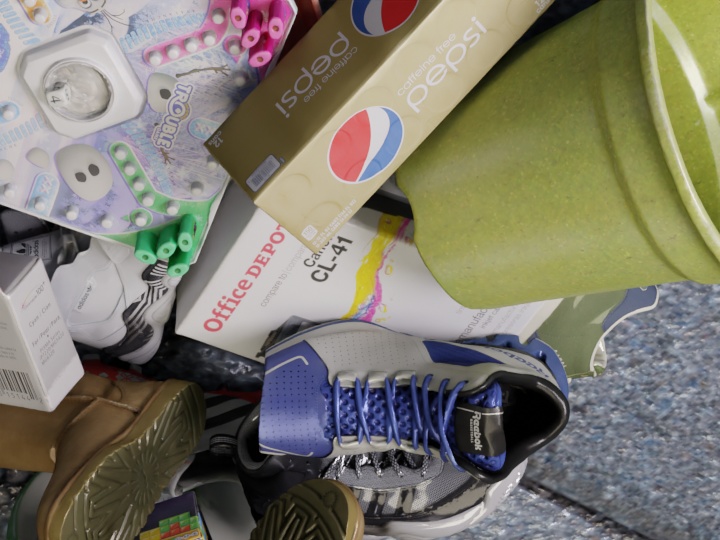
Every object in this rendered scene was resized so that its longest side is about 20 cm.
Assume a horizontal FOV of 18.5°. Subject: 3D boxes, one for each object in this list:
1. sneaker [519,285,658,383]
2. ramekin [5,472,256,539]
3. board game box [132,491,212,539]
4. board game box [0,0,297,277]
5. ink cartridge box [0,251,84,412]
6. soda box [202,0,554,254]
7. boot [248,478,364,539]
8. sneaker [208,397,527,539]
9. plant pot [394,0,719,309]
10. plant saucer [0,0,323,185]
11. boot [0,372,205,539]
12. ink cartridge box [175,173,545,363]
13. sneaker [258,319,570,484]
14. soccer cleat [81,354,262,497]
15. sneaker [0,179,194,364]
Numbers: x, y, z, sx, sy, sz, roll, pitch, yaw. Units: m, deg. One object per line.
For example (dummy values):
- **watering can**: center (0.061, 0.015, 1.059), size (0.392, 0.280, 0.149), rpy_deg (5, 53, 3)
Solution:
- **sneaker**: center (0.121, 0.055, 1.466), size (0.089, 0.067, 0.200), rpy_deg (22, 131, -18)
- **ramekin**: center (-0.156, 0.209, 1.539), size (0.198, 0.201, 0.098), rpy_deg (4, 128, -4)
- **board game box**: center (-0.172, 0.249, 1.417), size (0.199, 0.057, 0.166), rpy_deg (-18, 118, 0)
- **board game box**: center (-0.160, -0.102, 1.265), size (0.199, 0.026, 0.201), rpy_deg (19, 125, -9)
- **ink cartridge box**: center (-0.284, -0.003, 1.373), size (0.199, 0.045, 0.177), rpy_deg (7, 131, 31)
- **soda box**: center (0.011, -0.111, 1.237), size (0.200, 0.064, 0.068), rpy_deg (-46, 138, 4)
- **boot**: center (0.002, 0.208, 1.411), size (0.199, 0.066, 0.176), rpy_deg (9, 120, -50)
- **sneaker**: center (0.000, 0.119, 1.415), size (0.199, 0.076, 0.114), rpy_deg (-14, 138, 24)
- **plant pot**: center (0.127, -0.063, 1.271), size (0.183, 0.201, 0.201), rpy_deg (-17, 133, 28)
- **plant saucer**: center (-0.122, -0.155, 1.265), size (0.198, 0.037, 0.201), rpy_deg (-11, 127, 11)
- **boot**: center (-0.220, 0.115, 1.405), size (0.199, 0.175, 0.067), rpy_deg (7, 118, 25)
- **ink cartridge box**: center (0.000, 0.000, 1.401), size (0.199, 0.086, 0.148), rpy_deg (18, 134, -20)
- **sneaker**: center (0.039, 0.078, 1.325), size (0.198, 0.115, 0.081), rpy_deg (-1, 99, -8)
- **soccer cleat**: center (-0.147, 0.113, 1.515), size (0.198, 0.086, 0.069), rpy_deg (8, 135, -8)
- **sneaker**: center (-0.168, -0.019, 1.389), size (0.114, 0.076, 0.201), rpy_deg (9, 138, -12)
